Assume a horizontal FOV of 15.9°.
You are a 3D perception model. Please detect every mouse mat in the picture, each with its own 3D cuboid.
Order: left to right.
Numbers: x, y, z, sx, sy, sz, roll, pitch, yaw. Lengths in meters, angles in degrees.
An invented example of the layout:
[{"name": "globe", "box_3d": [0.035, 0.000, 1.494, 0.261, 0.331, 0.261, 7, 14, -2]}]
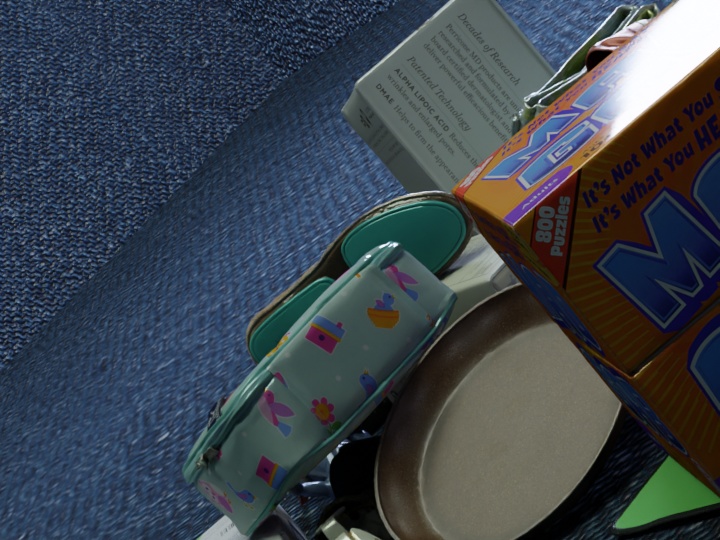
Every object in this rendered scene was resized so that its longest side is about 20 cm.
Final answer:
[{"name": "mouse mat", "box_3d": [0.233, 0.080, 1.415, 0.161, 0.008, 0.200, -46, 11, -32]}]

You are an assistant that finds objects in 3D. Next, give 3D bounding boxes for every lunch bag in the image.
[{"name": "lunch bag", "box_3d": [-0.033, 0.080, 1.718, 0.200, 0.077, 0.160, -45, -2, -30]}]

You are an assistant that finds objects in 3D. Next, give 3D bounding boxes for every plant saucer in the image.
[{"name": "plant saucer", "box_3d": [0.093, 0.096, 1.597, 0.200, 0.032, 0.201, -29, 40, 28]}]

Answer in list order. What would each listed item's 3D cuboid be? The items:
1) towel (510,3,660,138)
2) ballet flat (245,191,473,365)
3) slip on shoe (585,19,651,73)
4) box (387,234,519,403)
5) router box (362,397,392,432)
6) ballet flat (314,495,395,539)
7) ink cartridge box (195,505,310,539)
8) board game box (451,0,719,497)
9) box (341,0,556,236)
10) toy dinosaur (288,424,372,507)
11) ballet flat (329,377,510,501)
[{"name": "towel", "box_3d": [0.171, -0.077, 1.888, 0.048, 0.201, 0.171, 21, 46, 28]}, {"name": "ballet flat", "box_3d": [0.000, 0.000, 1.839, 0.200, 0.068, 0.067, -33, 6, 20]}, {"name": "slip on shoe", "box_3d": [0.208, -0.105, 1.732, 0.061, 0.074, 0.200, -19, 36, -9]}, {"name": "box", "box_3d": [0.083, 0.028, 1.831, 0.095, 0.078, 0.200, -43, 13, -30]}, {"name": "router box", "box_3d": [0.012, 0.066, 2.134, 0.157, 0.052, 0.200, -42, 11, -15]}, {"name": "ballet flat", "box_3d": [0.002, 0.186, 1.622, 0.071, 0.071, 0.200, -39, 10, 1]}, {"name": "ink cartridge box", "box_3d": [-0.081, 0.224, 1.749, 0.117, 0.067, 0.200, -40, 9, -1]}, {"name": "board game box", "box_3d": [0.199, -0.022, 1.393, 0.200, 0.200, 0.200, -40, 10, -1]}, {"name": "box", "box_3d": [0.098, -0.107, 2.086, 0.131, 0.200, 0.199, -40, 0, -5]}, {"name": "toy dinosaur", "box_3d": [-0.007, 0.129, 1.869, 0.181, 0.200, 0.105, 22, 82, 35]}, {"name": "ballet flat", "box_3d": [0.059, 0.127, 1.701, 0.200, 0.073, 0.073, -25, 17, 35]}]
